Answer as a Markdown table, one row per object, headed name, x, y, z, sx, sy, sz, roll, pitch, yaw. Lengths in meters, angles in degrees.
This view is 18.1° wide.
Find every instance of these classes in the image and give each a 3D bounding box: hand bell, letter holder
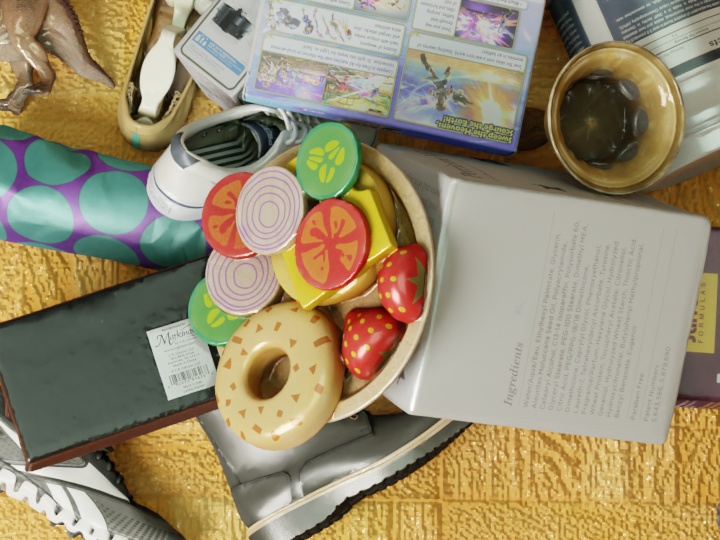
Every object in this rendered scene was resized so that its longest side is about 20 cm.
| name | x | y | z | sx | sy | sz | roll | pitch | yaw |
| --- | --- | --- | --- | --- | --- | --- | --- | --- | --- |
| hand bell | 0.144 | -0.104 | 1.629 | 0.103 | 0.200 | 0.105 | 0 | 90 | -19 |
| letter holder | -0.162 | 0.069 | 1.630 | 0.199 | 0.142 | 0.101 | -18 | 82 | -12 |

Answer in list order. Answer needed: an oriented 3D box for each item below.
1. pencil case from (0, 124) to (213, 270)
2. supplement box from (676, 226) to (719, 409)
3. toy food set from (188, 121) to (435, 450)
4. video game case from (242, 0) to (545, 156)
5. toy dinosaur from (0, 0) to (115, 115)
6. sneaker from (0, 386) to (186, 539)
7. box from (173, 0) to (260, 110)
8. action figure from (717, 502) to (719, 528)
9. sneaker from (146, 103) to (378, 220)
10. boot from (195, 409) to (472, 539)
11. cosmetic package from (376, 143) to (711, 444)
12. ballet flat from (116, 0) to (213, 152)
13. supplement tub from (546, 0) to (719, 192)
| name | x | y | z | sx | sy | sz | roll | pitch | yaw |
| --- | --- | --- | --- | --- | --- | --- | --- | --- | --- |
| pencil case | -0.192 | -0.054 | 1.683 | 0.198 | 0.085 | 0.093 | 12 | 56 | 2 |
| supplement box | 0.321 | 0.039 | 1.653 | 0.198 | 0.103 | 0.132 | 3 | 84 | 2 |
| toy food set | -0.036 | 0.006 | 1.514 | 0.200 | 0.049 | 0.199 | -37 | 62 | 28 |
| video game case | 0.030 | -0.190 | 1.600 | 0.198 | 0.045 | 0.183 | 12 | 86 | -3 |
| toy dinosaur | -0.277 | -0.199 | 1.706 | 0.198 | 0.086 | 0.137 | 12 | 77 | -3 |
| sneaker | -0.209 | 0.147 | 1.669 | 0.199 | 0.066 | 0.091 | 27 | 87 | 6 |
| box | -0.043 | -0.206 | 1.679 | 0.060 | 0.117 | 0.200 | 37 | 84 | 15 |
| action figure | 0.372 | 0.194 | 1.637 | 0.199 | 0.105 | 0.195 | -21 | 93 | 1 |
| sneaker | -0.060 | -0.089 | 1.639 | 0.199 | 0.071 | 0.073 | -23 | 72 | -35 |
| boot | -0.022 | 0.104 | 1.670 | 0.199 | 0.077 | 0.139 | -30 | 79 | -3 |
| cosmetic package | 0.111 | 0.015 | 1.587 | 0.199 | 0.165 | 0.166 | 8 | 98 | -20 |
| ballet flat | -0.133 | -0.187 | 1.708 | 0.068 | 0.063 | 0.201 | 15 | 84 | 3 |
| supplement tub | 0.223 | -0.174 | 1.661 | 0.140 | 0.140 | 0.201 | -23 | 84 | -2 |
